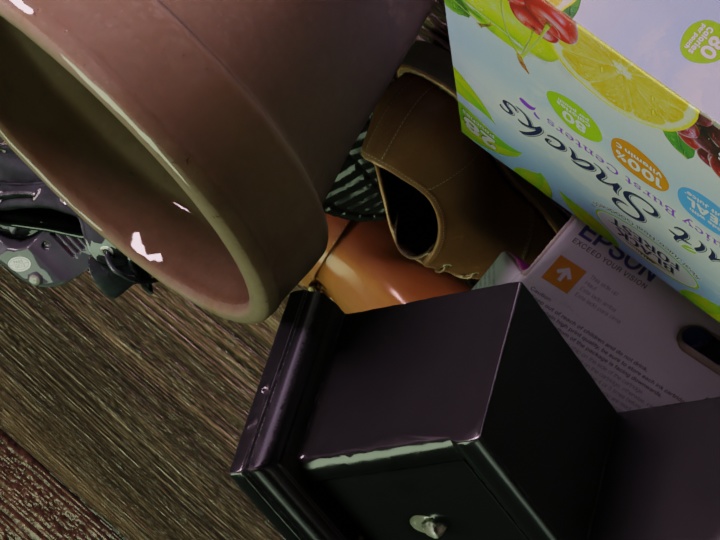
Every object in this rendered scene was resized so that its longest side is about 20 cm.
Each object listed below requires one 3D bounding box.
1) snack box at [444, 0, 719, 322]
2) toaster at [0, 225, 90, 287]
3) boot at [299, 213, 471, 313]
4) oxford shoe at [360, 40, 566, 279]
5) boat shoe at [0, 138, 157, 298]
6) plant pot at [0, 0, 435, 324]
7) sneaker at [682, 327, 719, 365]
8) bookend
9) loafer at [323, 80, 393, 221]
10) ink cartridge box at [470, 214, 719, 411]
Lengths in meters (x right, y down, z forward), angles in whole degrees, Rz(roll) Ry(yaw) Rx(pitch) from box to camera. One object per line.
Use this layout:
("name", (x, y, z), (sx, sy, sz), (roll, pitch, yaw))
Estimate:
("snack box", (0.125, -0.052, 0.931), (0.200, 0.068, 0.169), (39, 166, 18))
("toaster", (-0.193, -0.099, 1.454), (0.200, 0.113, 0.129), (45, -151, -16))
("boot", (0.000, 0.000, 1.299), (0.155, 0.074, 0.200), (45, 178, -12))
("oxford shoe", (0.048, -0.023, 1.203), (0.071, 0.071, 0.200), (27, 164, 38))
("boat shoe", (-0.121, -0.020, 1.296), (0.199, 0.066, 0.074), (25, 173, 29))
("plant pot", (-0.057, -0.108, 1.038), (0.200, 0.175, 0.200), (38, 164, 13))
("sneaker", (0.107, 0.071, 1.159), (0.080, 0.147, 0.200), (35, 164, 24))
("bookend", (0.091, 0.090, 0.984), (0.199, 0.093, 0.199), (-11, 134, 32))
("loafer", (-0.024, -0.097, 1.219), (0.073, 0.072, 0.200), (-21, 136, 27))
("ink cartridge box", (0.113, 0.080, 1.109), (0.196, 0.200, 0.043), (32, -155, -16))
